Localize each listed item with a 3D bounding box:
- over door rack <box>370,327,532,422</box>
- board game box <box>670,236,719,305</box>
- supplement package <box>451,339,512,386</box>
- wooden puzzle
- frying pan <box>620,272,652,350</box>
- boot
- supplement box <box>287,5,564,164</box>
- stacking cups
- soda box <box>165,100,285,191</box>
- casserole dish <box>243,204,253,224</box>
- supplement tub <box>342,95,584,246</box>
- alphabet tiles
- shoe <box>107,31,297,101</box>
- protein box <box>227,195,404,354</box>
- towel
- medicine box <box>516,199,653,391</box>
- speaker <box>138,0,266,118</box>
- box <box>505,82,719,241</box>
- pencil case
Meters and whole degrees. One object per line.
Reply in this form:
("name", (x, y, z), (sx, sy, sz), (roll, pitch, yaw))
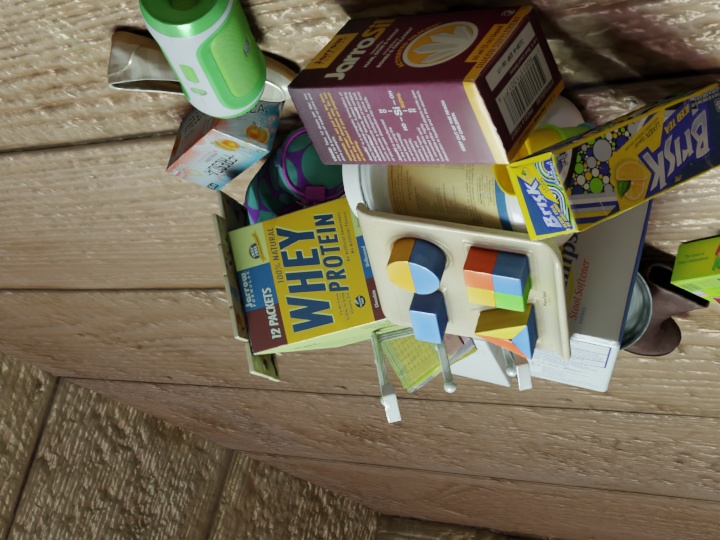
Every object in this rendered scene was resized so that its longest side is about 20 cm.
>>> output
("over door rack", (0.089, 0.103, 1.660), (0.147, 0.067, 0.200), (-14, -164, 0))
("board game box", (0.429, -0.001, 1.703), (0.101, 0.048, 0.200), (22, 164, -24))
("supplement package", (0.135, 0.056, 2.063), (0.117, 0.117, 0.200), (10, 163, 18))
("wooden puzzle", (0.094, 0.021, 1.514), (0.199, 0.046, 0.185), (13, 150, 19))
("frying pan", (0.231, 0.037, 1.826), (0.189, 0.115, 0.031), (-1, -163, 15))
("boot", (0.346, 0.049, 1.909), (0.200, 0.073, 0.166), (29, 162, -29))
("supplement box", (0.054, -0.154, 1.380), (0.200, 0.110, 0.086), (3, 132, 39))
("stacking cups", (0.211, -0.098, 1.416), (0.200, 0.061, 0.060), (-5, 176, -31))
("soda box", (-0.147, -0.143, 1.743), (0.068, 0.064, 0.200), (20, 165, -17))
("casserole dish", (-0.068, -0.036, 2.088), (0.121, 0.039, 0.200), (0, 157, 44))
("supplement tub", (0.099, -0.096, 1.518), (0.200, 0.145, 0.145), (6, 162, 32))
("alphabet tiles", (-0.121, 0.018, 1.761), (0.006, 0.201, 0.166), (-14, 168, 11))
("shoe", (-0.157, -0.189, 1.611), (0.199, 0.054, 0.070), (12, 164, 13))
("protein box", (0.000, 0.000, 1.752), (0.198, 0.135, 0.200), (-16, 173, 25))
("towel", (0.053, 0.037, 1.941), (0.023, 0.200, 0.144), (-19, 164, -40))
("medicine box", (0.229, 0.008, 1.680), (0.103, 0.183, 0.200), (13, 165, 8))
("speaker", (-0.138, -0.209, 1.466), (0.088, 0.089, 0.200), (12, 164, 11))
("box", (0.220, -0.091, 1.350), (0.200, 0.070, 0.064), (-24, -172, -32))
("pencil case", (-0.070, -0.094, 1.786), (0.085, 0.093, 0.200), (19, 165, -11))
